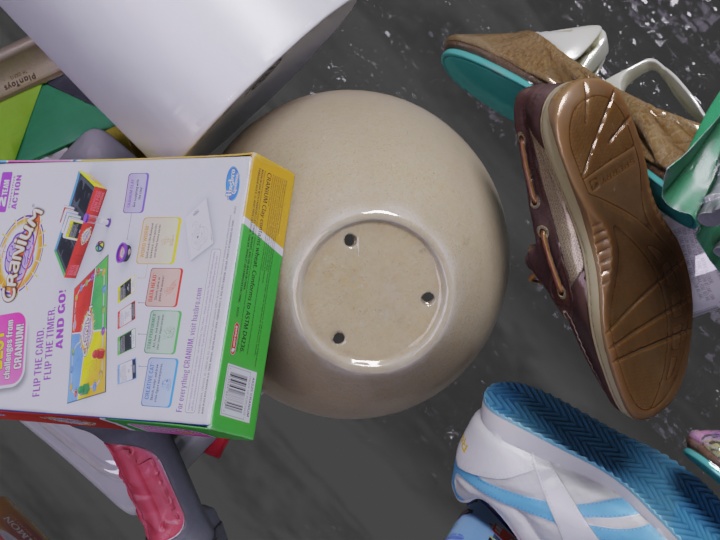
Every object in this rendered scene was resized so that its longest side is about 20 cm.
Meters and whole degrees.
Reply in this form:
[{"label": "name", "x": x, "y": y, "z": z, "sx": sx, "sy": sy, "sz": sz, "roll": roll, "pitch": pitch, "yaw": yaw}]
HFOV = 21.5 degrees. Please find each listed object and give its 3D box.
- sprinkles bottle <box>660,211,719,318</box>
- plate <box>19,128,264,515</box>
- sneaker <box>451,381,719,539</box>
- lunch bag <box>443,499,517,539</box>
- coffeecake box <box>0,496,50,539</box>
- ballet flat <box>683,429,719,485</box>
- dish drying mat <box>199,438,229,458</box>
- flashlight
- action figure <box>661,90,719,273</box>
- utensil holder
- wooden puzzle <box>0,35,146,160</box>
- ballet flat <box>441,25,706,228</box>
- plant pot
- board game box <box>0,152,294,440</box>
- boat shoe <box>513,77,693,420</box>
[{"label": "sprinkles bottle", "x": 0.221, "y": -0.015, "z": 1.114, "sx": 0.199, "sy": 0.068, "sz": 0.069, "roll": -20, "pitch": 96, "yaw": 18}, {"label": "plate", "x": -0.158, "y": 0.043, "z": 1.206, "sx": 0.199, "sy": 0.032, "sz": 0.200, "roll": 42, "pitch": 111, "yaw": -11}, {"label": "sneaker", "x": 0.150, "y": 0.150, "z": 1.174, "sx": 0.199, "sy": 0.076, "sz": 0.081, "roll": 32, "pitch": 117, "yaw": 13}, {"label": "lunch bag", "x": 0.114, "y": 0.250, "z": 1.159, "sx": 0.199, "sy": 0.151, "sz": 0.094, "roll": 35, "pitch": 109, "yaw": 6}, {"label": "coffeecake box", "x": -0.260, "y": 0.283, "z": 1.298, "sx": 0.153, "sy": 0.073, "sz": 0.200, "roll": 42, "pitch": 110, "yaw": 15}, {"label": "ballet flat", "x": 0.283, "y": 0.151, "z": 1.142, "sx": 0.071, "sy": 0.069, "sz": 0.200, "roll": -45, "pitch": 92, "yaw": 1}, {"label": "dish drying mat", "x": -0.164, "y": 0.048, "z": 1.236, "sx": 0.199, "sy": 0.018, "sz": 0.077, "roll": 28, "pitch": 114, "yaw": -6}, {"label": "flashlight", "x": -0.142, "y": 0.126, "z": 1.186, "sx": 0.067, "sy": 0.068, "sz": 0.201, "roll": -14, "pitch": 111, "yaw": 14}, {"label": "action figure", "x": 0.235, "y": -0.098, "z": 1.053, "sx": 0.054, "sy": 0.201, "sz": 0.118, "roll": 8, "pitch": 150, "yaw": 35}, {"label": "utensil holder", "x": -0.123, "y": -0.181, "z": 1.123, "sx": 0.200, "sy": 0.170, "sz": 0.170, "roll": 46, "pitch": 109, "yaw": -1}, {"label": "wooden puzzle", "x": -0.193, "y": -0.052, "z": 1.236, "sx": 0.184, "sy": 0.037, "sz": 0.201, "roll": -21, "pitch": 96, "yaw": 18}, {"label": "ballet flat", "x": 0.142, "y": -0.101, "z": 1.113, "sx": 0.200, "sy": 0.068, "sz": 0.072, "roll": 34, "pitch": 76, "yaw": 28}, {"label": "plant pot", "x": 0.000, "y": 0.000, "z": 1.111, "sx": 0.199, "sy": 0.134, "sz": 0.202, "roll": -1, "pitch": 100, "yaw": -7}, {"label": "board game box", "x": -0.138, "y": 0.013, "z": 1.079, "sx": 0.199, "sy": 0.040, "sz": 0.154, "roll": 2, "pitch": 77, "yaw": 35}, {"label": "boat shoe", "x": 0.131, "y": -0.013, "z": 1.079, "sx": 0.072, "sy": 0.072, "sz": 0.201, "roll": 7, "pitch": 122, "yaw": 55}]
